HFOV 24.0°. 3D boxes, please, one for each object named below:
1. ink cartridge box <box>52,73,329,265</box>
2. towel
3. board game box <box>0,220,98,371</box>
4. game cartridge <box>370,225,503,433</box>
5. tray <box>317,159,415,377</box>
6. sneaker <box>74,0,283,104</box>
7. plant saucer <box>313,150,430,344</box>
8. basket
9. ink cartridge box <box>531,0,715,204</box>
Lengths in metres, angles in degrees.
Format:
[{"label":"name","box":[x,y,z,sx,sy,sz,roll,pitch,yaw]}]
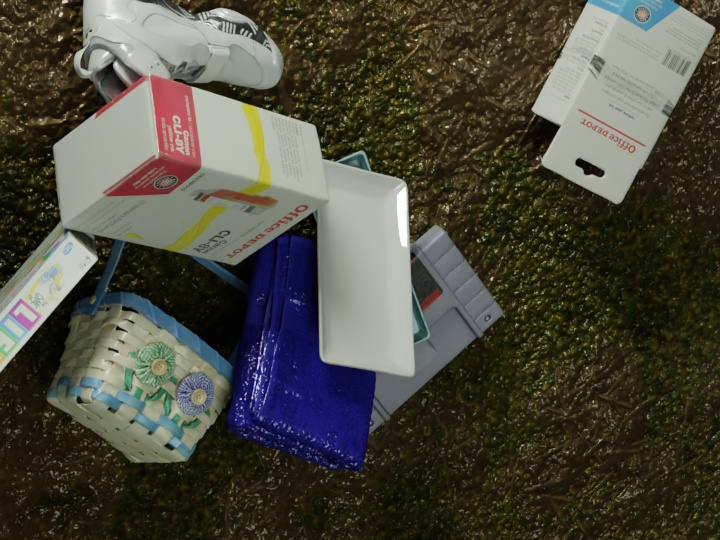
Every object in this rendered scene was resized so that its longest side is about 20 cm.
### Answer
[{"label":"ink cartridge box","box":[-0.147,-0.084,1.491,0.199,0.084,0.145,12,147,-43]},{"label":"towel","box":[-0.043,0.073,1.577,0.146,0.049,0.202,21,63,-24]},{"label":"board game box","box":[-0.312,0.044,1.504,0.034,0.134,0.200,41,91,-14]},{"label":"game cartridge","box":[0.038,0.063,1.724,0.200,0.038,0.130,-41,124,-4]},{"label":"tray","box":[0.000,0.000,1.596,0.106,0.022,0.202,12,66,-31]},{"label":"sneaker","box":[-0.162,-0.180,1.491,0.198,0.075,0.116,23,55,-25]},{"label":"plant saucer","box":[0.005,-0.013,1.664,0.069,0.019,0.202,-23,103,-9]},{"label":"basket","box":[-0.184,0.068,1.579,0.176,0.138,0.202,37,59,-32]},{"label":"ink cartridge box","box":[0.254,-0.183,1.702,0.115,0.068,0.202,24,99,-29]}]
